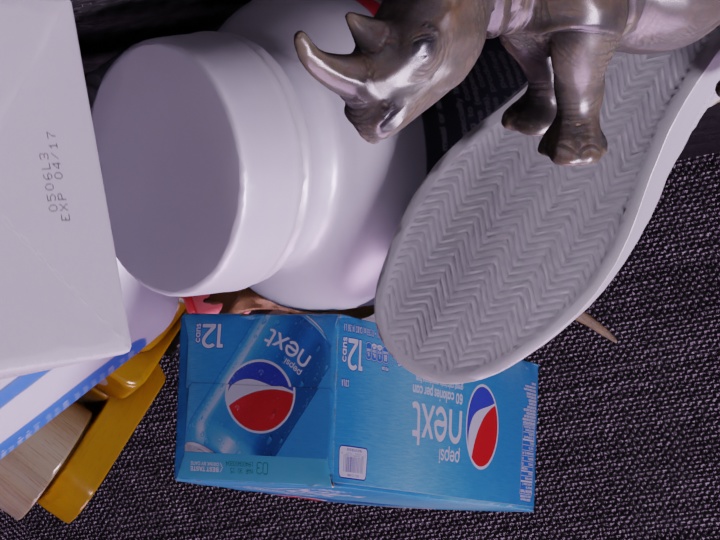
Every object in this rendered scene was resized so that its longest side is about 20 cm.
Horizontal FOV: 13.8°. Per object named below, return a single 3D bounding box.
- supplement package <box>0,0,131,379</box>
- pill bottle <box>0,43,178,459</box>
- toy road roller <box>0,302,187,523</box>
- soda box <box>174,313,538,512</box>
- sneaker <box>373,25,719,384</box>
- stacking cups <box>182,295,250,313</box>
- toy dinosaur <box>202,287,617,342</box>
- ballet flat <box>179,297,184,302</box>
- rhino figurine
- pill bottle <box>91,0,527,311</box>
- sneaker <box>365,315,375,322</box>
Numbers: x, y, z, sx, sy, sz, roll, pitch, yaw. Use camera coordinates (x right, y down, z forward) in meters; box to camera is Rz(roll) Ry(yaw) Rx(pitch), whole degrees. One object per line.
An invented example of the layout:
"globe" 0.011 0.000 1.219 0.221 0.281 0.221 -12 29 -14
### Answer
"supplement package" -0.194 -0.011 0.978 0.199 0.122 0.120 -12 177 39
"pill bottle" -0.141 0.005 1.147 0.200 0.112 0.112 -37 -176 -12
"toy road roller" -0.149 0.020 1.571 0.200 0.123 0.146 -59 -173 -25
"soda box" 0.003 0.058 1.158 0.068 0.065 0.200 0 172 25
"sneaker" 0.089 -0.047 1.032 0.200 0.074 0.116 -53 168 17
"stacking cups" 0.018 -0.016 1.314 0.199 0.061 0.061 -19 178 3
"toy dinosaur" 0.000 0.000 1.207 0.106 0.061 0.200 11 169 -36
"ballet flat" -0.099 -0.026 1.342 0.199 0.069 0.063 10 131 -18
"rhino figurine" 0.061 -0.080 0.882 0.199 0.088 0.060 -11 -159 -34
"pill bottle" 0.006 -0.047 1.092 0.199 0.120 0.119 -9 178 -41
"sneaker" 0.060 -0.051 1.372 0.200 0.073 0.071 -46 155 -5
